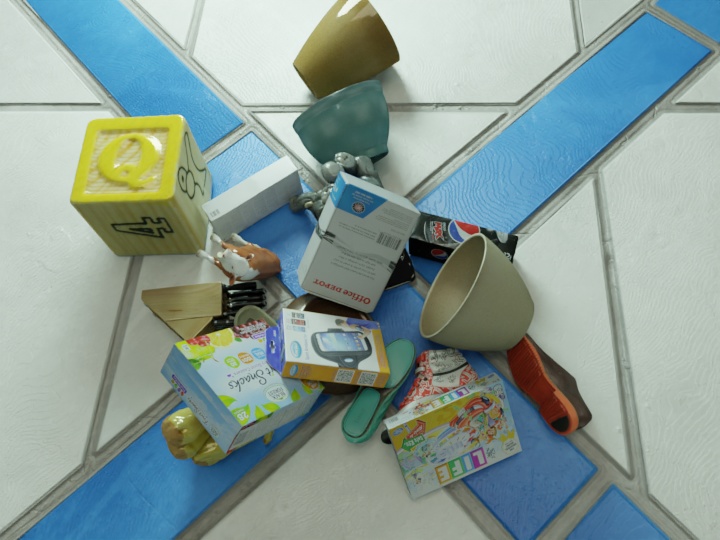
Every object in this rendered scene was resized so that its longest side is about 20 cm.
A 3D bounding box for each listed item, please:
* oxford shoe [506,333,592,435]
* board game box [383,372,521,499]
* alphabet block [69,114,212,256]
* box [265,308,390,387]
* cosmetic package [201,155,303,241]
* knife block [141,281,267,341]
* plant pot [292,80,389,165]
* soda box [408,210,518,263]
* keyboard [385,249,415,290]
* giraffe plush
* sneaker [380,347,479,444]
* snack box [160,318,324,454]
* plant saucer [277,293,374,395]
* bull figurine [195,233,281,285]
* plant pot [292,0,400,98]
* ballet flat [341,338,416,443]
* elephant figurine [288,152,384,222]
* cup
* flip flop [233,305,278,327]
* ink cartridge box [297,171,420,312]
[{"bbox_3d":[0.319,0.184,1.095,0.072,0.072,0.202,-6,55,-31],"label":"oxford shoe"},{"bbox_3d":[0.150,0.265,1.027,0.197,0.034,0.136,-22,107,-7],"label":"board game box"},{"bbox_3d":[-0.412,-0.159,1.238,0.193,0.201,0.198,-4,62,3],"label":"alphabet block"},{"bbox_3d":[-0.056,0.124,1.042,0.197,0.042,0.120,11,37,-19],"label":"box"},{"bbox_3d":[-0.214,-0.144,1.282,0.199,0.083,0.051,-33,62,-13],"label":"cosmetic package"},{"bbox_3d":[-0.282,0.057,1.196,0.199,0.064,0.176,36,70,20],"label":"knife block"},{"bbox_3d":[-0.022,-0.271,1.286,0.198,0.200,0.136,-25,91,-8],"label":"plant pot"},{"bbox_3d":[0.192,-0.047,1.207,0.197,0.071,0.064,15,64,12],"label":"soda box"},{"bbox_3d":[0.000,0.000,1.228,0.197,0.040,0.106,-17,86,-5],"label":"keyboard"},{"bbox_3d":[-0.235,0.207,1.072,0.197,0.174,0.164,-14,55,-12],"label":"giraffe plush"},{"bbox_3d":[0.104,0.207,1.089,0.199,0.068,0.109,-25,63,-12],"label":"sneaker"},{"bbox_3d":[-0.177,0.170,0.990,0.169,0.199,0.068,44,118,21],"label":"snack box"},{"bbox_3d":[-0.047,0.116,1.119,0.197,0.037,0.203,11,55,-16],"label":"plant saucer"},{"bbox_3d":[-0.220,-0.019,1.168,0.120,0.200,0.066,31,97,18],"label":"bull figurine"},{"bbox_3d":[-0.046,-0.478,1.398,0.199,0.187,0.187,-37,65,1],"label":"plant pot"},{"bbox_3d":[0.029,0.207,1.092,0.067,0.071,0.201,28,65,16],"label":"ballet flat"},{"bbox_3d":[-0.038,-0.124,1.234,0.140,0.200,0.157,-5,65,-27],"label":"elephant figurine"},{"bbox_3d":[0.213,0.060,1.102,0.142,0.200,0.202,30,66,-10],"label":"cup"},{"bbox_3d":[-0.137,0.134,1.125,0.200,0.058,0.081,42,68,-5],"label":"flip flop"},{"bbox_3d":[-0.007,-0.048,1.118,0.145,0.202,0.086,20,19,-20],"label":"ink cartridge box"}]
